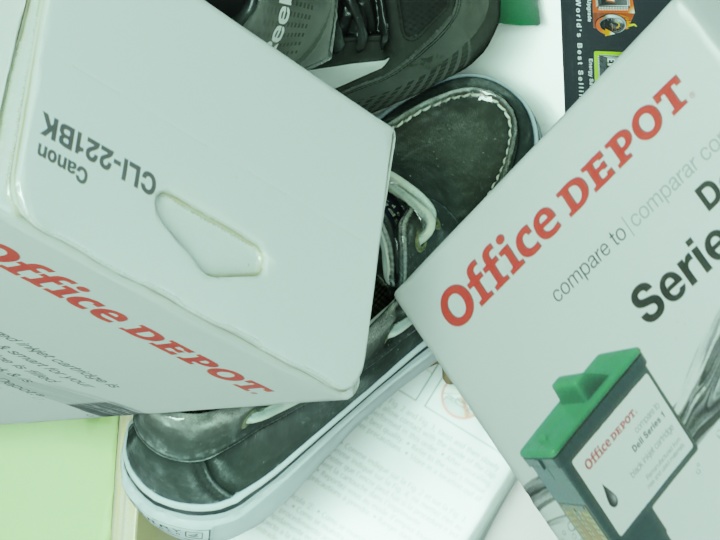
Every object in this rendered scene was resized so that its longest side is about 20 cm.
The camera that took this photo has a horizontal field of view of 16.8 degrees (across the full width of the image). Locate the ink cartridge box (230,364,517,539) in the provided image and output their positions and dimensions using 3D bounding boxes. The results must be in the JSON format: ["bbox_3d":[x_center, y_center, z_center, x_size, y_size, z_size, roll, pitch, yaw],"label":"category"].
[{"bbox_3d":[-0.024,0.055,0.861,0.163,0.057,0.200,31,80,8],"label":"ink cartridge box"}]

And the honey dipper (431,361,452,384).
[{"bbox_3d":[-0.011,-0.018,0.833,0.200,0.038,0.038,39,101,13],"label":"honey dipper"}]

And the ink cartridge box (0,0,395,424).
[{"bbox_3d":[-0.112,-0.018,0.667,0.200,0.144,0.084,-5,66,37],"label":"ink cartridge box"}]

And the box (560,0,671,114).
[{"bbox_3d":[0.141,-0.005,0.755,0.161,0.049,0.200,6,104,38],"label":"box"}]

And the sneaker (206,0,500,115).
[{"bbox_3d":[-0.032,-0.075,0.730,0.200,0.090,0.066,-4,91,-30],"label":"sneaker"}]

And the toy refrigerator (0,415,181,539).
[{"bbox_3d":[-0.093,0.013,0.799,0.076,0.070,0.200,3,86,16],"label":"toy refrigerator"}]

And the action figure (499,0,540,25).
[{"bbox_3d":[-0.048,-0.122,0.839,0.200,0.055,0.118,-10,95,16],"label":"action figure"}]

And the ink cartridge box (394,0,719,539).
[{"bbox_3d":[0.122,0.036,0.691,0.200,0.084,0.146,55,128,17],"label":"ink cartridge box"}]

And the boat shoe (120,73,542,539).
[{"bbox_3d":[0.000,0.000,0.762,0.072,0.071,0.200,30,58,13],"label":"boat shoe"}]
